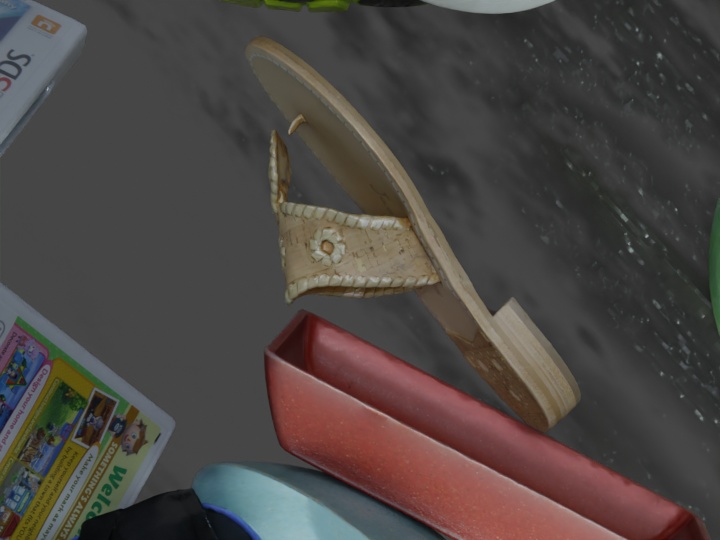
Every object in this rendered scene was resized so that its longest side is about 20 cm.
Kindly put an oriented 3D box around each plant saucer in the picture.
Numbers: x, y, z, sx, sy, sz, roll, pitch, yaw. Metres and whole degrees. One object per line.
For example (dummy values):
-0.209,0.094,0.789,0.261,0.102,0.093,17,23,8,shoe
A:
0.049,0.083,1.167,0.199,0.200,0.037,28,95,1,plant saucer
0.016,0.140,1.159,0.201,0.201,0.039,44,67,3,plant saucer

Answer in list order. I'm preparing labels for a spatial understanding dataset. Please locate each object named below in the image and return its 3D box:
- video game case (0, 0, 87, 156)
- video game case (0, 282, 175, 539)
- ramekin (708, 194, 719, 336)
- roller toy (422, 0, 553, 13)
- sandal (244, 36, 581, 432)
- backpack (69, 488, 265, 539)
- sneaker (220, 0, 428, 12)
-0.231,-0.103,1.195,0.200,0.182,0.023,25,120,1,video game case
-0.183,0.102,1.169,0.182,0.022,0.200,42,70,-39,video game case
0.256,-0.005,1.235,0.200,0.098,0.200,0,82,-3,ramekin
0.062,-0.213,1.177,0.182,0.140,0.200,17,66,-19,roller toy
0.001,-0.001,1.232,0.070,0.078,0.212,-42,91,-14,sandal
-0.081,0.189,1.125,0.200,0.154,0.191,-19,45,-2,backpack
-0.007,-0.160,1.259,0.200,0.074,0.084,0,78,-15,sneaker
